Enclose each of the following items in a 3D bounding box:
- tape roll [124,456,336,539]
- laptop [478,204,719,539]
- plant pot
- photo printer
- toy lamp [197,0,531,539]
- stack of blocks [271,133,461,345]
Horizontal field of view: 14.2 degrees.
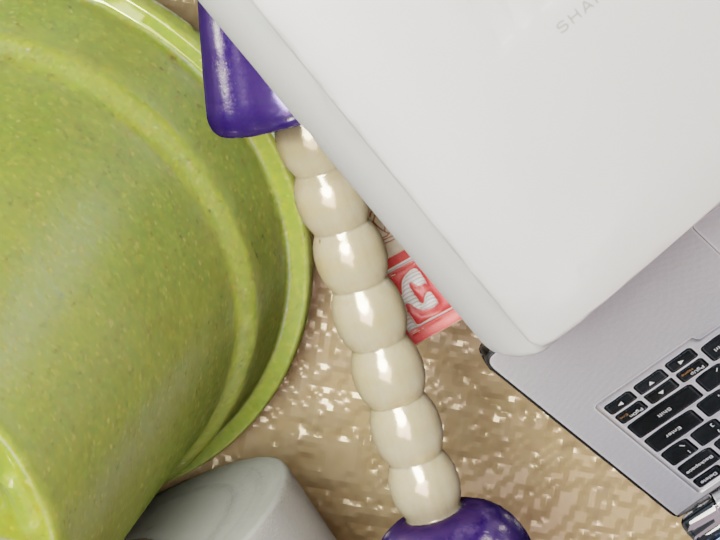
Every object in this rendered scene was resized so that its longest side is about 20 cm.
[{"bbox_3d":[-0.069,0.169,0.888,0.203,0.203,0.139,-32,98,14],"label":"tape roll"},{"bbox_3d":[0.177,0.050,0.866,0.187,0.116,0.200,-37,137,14],"label":"laptop"},{"bbox_3d":[-0.128,0.032,0.846,0.200,0.184,0.201,4,119,8],"label":"plant pot"},{"bbox_3d":[0.040,-0.101,0.772,0.166,0.069,0.200,-40,110,-3],"label":"photo printer"},{"bbox_3d":[0.000,0.000,0.849,0.058,0.058,0.200,-17,105,11],"label":"toy lamp"},{"bbox_3d":[0.072,-0.077,0.878,0.200,0.059,0.115,-30,99,14],"label":"stack of blocks"}]
